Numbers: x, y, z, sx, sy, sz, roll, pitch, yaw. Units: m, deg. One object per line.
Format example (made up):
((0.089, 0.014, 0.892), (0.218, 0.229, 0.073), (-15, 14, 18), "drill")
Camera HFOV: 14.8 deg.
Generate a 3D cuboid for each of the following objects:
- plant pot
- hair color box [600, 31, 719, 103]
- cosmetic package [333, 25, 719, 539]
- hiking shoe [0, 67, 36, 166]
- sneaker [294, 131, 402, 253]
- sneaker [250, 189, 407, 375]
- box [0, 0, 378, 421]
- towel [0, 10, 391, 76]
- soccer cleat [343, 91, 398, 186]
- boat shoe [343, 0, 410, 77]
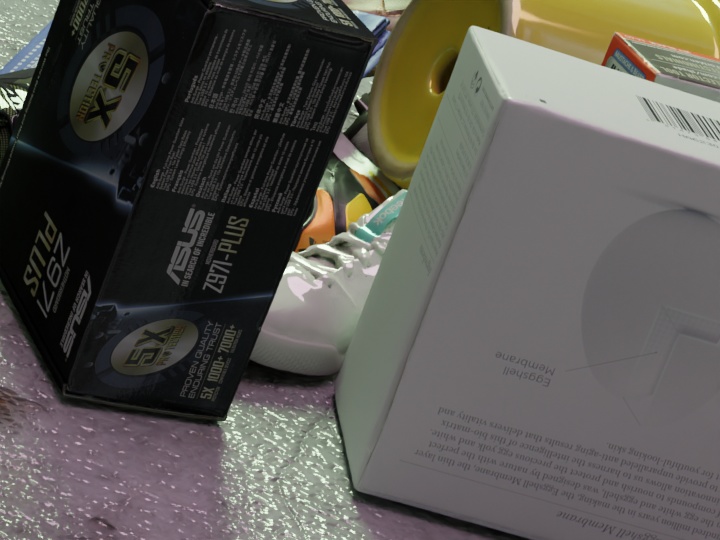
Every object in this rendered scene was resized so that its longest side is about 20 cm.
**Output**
((0.115, -0.078, 1.508), (0.189, 0.201, 0.201), (21, 17, -28), "plant pot")
((0.148, -0.008, 1.401), (0.111, 0.200, 0.064), (12, 22, -24), "hair color box")
((0.116, 0.019, 1.297), (0.199, 0.200, 0.123), (17, 18, -12), "cosmetic package")
((-0.186, -0.061, 1.415), (0.200, 0.076, 0.101), (10, 29, -4), "hiking shoe")
((-0.058, -0.060, 1.518), (0.090, 0.070, 0.200), (5, 27, -45), "sneaker")
((0.000, 0.000, 1.396), (0.200, 0.089, 0.075), (0, 30, -45), "sneaker")
((-0.091, -0.058, 1.291), (0.086, 0.200, 0.164), (11, 23, -29), "box")
((-0.096, -0.111, 1.546), (0.200, 0.024, 0.145), (10, 38, 26), "towel")
((0.035, -0.069, 1.664), (0.086, 0.070, 0.200), (46, 20, 2), "soccer cleat")
((-0.011, -0.148, 1.668), (0.200, 0.068, 0.072), (-13, 7, -4), "boat shoe")
